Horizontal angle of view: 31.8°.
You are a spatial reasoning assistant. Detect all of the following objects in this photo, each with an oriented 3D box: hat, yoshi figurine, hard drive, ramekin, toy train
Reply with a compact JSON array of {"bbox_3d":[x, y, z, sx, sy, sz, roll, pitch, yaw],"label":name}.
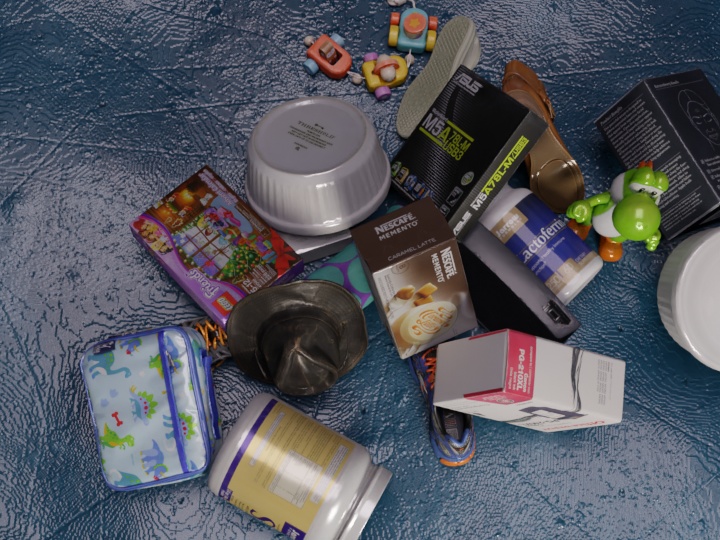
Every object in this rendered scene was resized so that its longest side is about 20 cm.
[{"bbox_3d":[-0.078,0.106,1.608,0.200,0.201,0.081,-3,44,-4],"label":"hat"},{"bbox_3d":[0.342,-0.066,1.682,0.112,0.200,0.112,-19,76,-20],"label":"yoshi figurine"},{"bbox_3d":[0.190,0.034,1.681,0.200,0.135,0.042,46,62,9],"label":"hard drive"},{"bbox_3d":[0.490,0.033,1.686,0.202,0.094,0.203,-1,96,-14],"label":"ramekin"},{"bbox_3d":[-0.062,-0.149,1.705,0.202,0.094,0.203,-4,48,5],"label":"ramekin"},{"bbox_3d":[0.020,-0.335,1.825,0.200,0.056,0.150,-43,80,-13],"label":"toy train"}]

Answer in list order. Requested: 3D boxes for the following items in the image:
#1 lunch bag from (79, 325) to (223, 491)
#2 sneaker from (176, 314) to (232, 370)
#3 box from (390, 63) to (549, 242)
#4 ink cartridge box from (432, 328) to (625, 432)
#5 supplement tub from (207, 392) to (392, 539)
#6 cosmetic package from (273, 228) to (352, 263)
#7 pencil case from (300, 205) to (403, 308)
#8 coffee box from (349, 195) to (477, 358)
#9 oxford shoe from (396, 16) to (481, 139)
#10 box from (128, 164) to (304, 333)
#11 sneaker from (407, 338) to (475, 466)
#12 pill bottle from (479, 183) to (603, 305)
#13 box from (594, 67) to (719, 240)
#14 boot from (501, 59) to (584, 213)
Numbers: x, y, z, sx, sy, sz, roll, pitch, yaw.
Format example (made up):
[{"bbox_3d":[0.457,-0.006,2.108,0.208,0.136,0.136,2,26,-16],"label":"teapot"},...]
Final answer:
[{"bbox_3d":[-0.262,0.173,1.616,0.161,0.082,0.200,-11,85,11],"label":"lunch bag"},{"bbox_3d":[-0.184,0.084,1.679,0.200,0.077,0.078,-20,77,-7],"label":"sneaker"},{"bbox_3d":[0.135,-0.159,1.688,0.047,0.200,0.193,28,102,-33],"label":"box"},{"bbox_3d":[0.215,0.143,1.608,0.200,0.145,0.084,16,70,-31],"label":"ink cartridge box"},{"bbox_3d":[-0.075,0.260,1.596,0.200,0.145,0.145,29,74,6],"label":"supplement tub"},{"bbox_3d":[-0.119,-0.041,1.732,0.200,0.051,0.083,-18,70,-9],"label":"cosmetic package"},{"bbox_3d":[0.000,0.000,1.700,0.200,0.092,0.085,-38,110,-22],"label":"pencil case"},{"bbox_3d":[0.071,0.012,1.608,0.114,0.200,0.080,-24,53,-4],"label":"coffee box"},{"bbox_3d":[0.117,-0.268,1.810,0.075,0.058,0.200,18,75,40],"label":"oxford shoe"},{"bbox_3d":[-0.190,-0.031,1.672,0.137,0.039,0.200,-40,69,-17],"label":"box"},{"bbox_3d":[0.114,0.155,1.673,0.075,0.078,0.200,-15,75,-8],"label":"sneaker"},{"bbox_3d":[0.220,-0.039,1.718,0.116,0.116,0.200,-43,80,-14],"label":"pill bottle"},{"bbox_3d":[0.445,-0.162,1.740,0.148,0.107,0.200,-16,72,-42],"label":"box"},{"bbox_3d":[0.252,-0.190,1.783,0.077,0.200,0.155,-29,31,23],"label":"boot"}]
